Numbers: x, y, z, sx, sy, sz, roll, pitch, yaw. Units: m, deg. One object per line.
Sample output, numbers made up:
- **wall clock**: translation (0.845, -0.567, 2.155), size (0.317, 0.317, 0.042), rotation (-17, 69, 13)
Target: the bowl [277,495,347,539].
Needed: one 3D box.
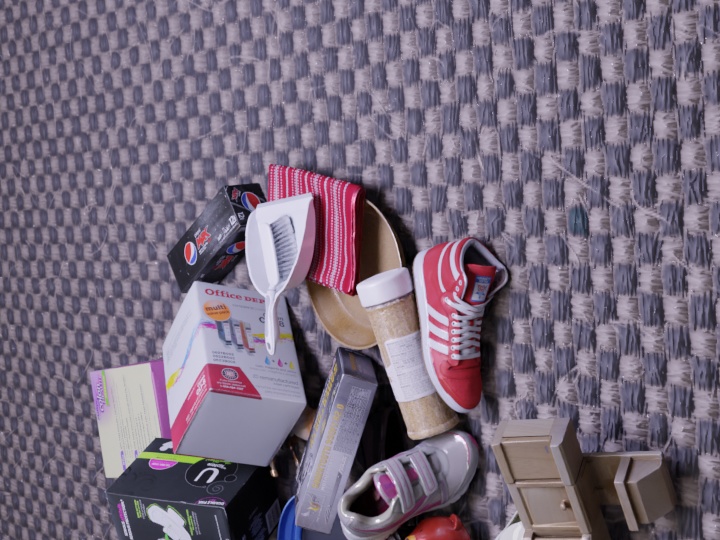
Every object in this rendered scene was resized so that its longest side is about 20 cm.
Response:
- **bowl**: translation (-0.042, 0.401, 1.804), size (0.200, 0.039, 0.203), rotation (12, 106, 49)

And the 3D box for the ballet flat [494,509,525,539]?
- **ballet flat**: translation (0.171, 0.332, 1.516), size (0.070, 0.069, 0.201), rotation (50, 131, 32)

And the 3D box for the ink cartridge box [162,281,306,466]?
- **ink cartridge box**: translation (-0.178, 0.140, 1.795), size (0.145, 0.144, 0.201), rotation (-59, 32, 36)

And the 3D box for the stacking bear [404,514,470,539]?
- **stacking bear**: translation (0.089, 0.394, 1.557), size (0.121, 0.113, 0.202), rotation (142, 135, -67)

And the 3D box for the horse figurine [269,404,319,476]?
- **horse figurine**: translation (-0.074, 0.229, 1.804), size (0.199, 0.050, 0.134), rotation (8, 99, 51)

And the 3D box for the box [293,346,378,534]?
- **box**: translation (-0.034, 0.212, 1.654), size (0.158, 0.048, 0.202), rotation (-106, 33, -80)

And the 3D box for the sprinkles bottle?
- **sprinkles bottle**: translation (0.058, 0.100, 1.580), size (0.068, 0.068, 0.202), rotation (-13, 98, 50)

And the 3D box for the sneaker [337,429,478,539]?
- **sneaker**: translation (0.056, 0.260, 1.568), size (0.199, 0.088, 0.082), rotation (-37, 67, 1)

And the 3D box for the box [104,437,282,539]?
- **box**: translation (-0.236, 0.337, 1.872), size (0.198, 0.149, 0.125), rotation (3, 117, 24)

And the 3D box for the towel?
- **towel**: translation (-0.064, -0.055, 1.712), size (0.199, 0.022, 0.146), rotation (18, 109, 48)

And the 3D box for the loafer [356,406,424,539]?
- **loafer**: translation (0.043, 0.268, 1.649), size (0.063, 0.072, 0.201), rotation (-38, 56, 32)

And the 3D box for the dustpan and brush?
- **dustpan and brush**: translation (-0.110, 0.007, 1.711), size (0.139, 0.057, 0.202), rotation (-8, 89, 51)

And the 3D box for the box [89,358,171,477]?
- **box**: translation (-0.332, 0.234, 2.080), size (0.199, 0.096, 0.178), rotation (-12, 87, 50)

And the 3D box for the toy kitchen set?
- **toy kitchen set**: translation (0.224, 0.279, 1.321), size (0.162, 0.181, 0.201), rotation (-7, 122, 28)

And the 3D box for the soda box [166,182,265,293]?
- **soda box**: translation (-0.207, -0.046, 1.908), size (0.200, 0.063, 0.071), rotation (-43, 63, 44)

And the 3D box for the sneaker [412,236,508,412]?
- **sneaker**: translation (0.125, 0.060, 1.521), size (0.112, 0.071, 0.202), rotation (-24, 76, 53)

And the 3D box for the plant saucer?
- **plant saucer**: translation (0.000, 0.000, 1.688), size (0.199, 0.035, 0.202), rotation (11, 104, 49)
